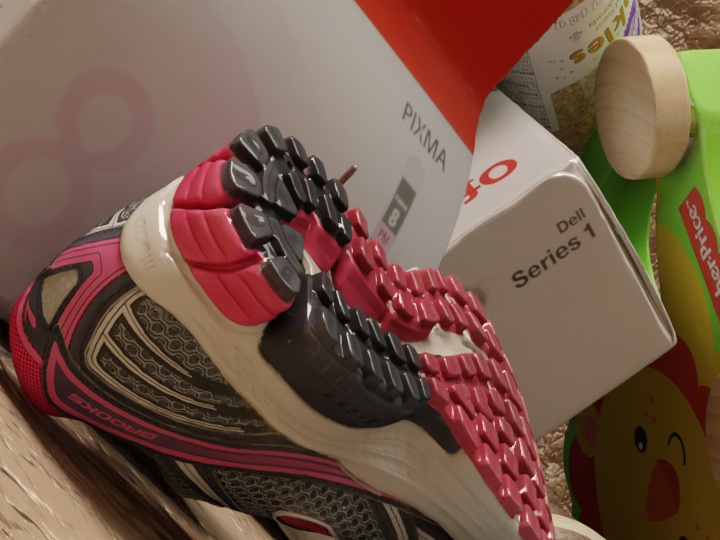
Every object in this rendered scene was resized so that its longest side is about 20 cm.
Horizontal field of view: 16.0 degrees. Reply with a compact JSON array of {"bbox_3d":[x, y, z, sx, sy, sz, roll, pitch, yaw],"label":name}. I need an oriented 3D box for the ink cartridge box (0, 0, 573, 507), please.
[{"bbox_3d":[-0.017,-0.056,0.649,0.057,0.200,0.163,46,-1,45],"label":"ink cartridge box"}]

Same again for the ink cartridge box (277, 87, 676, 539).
[{"bbox_3d":[0.000,0.000,0.889,0.085,0.146,0.200,57,-3,-27],"label":"ink cartridge box"}]

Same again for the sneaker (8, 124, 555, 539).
[{"bbox_3d":[-0.009,0.034,0.638,0.200,0.074,0.081,44,26,-48],"label":"sneaker"}]

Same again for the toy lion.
[{"bbox_3d":[0.115,0.044,0.894,0.192,0.068,0.201,120,-41,-56],"label":"toy lion"}]

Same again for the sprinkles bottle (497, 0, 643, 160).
[{"bbox_3d":[0.067,-0.090,0.909,0.068,0.068,0.200,49,-6,28],"label":"sprinkles bottle"}]

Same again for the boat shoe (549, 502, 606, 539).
[{"bbox_3d":[0.063,0.138,0.861,0.075,0.074,0.203,45,-14,45],"label":"boat shoe"}]
